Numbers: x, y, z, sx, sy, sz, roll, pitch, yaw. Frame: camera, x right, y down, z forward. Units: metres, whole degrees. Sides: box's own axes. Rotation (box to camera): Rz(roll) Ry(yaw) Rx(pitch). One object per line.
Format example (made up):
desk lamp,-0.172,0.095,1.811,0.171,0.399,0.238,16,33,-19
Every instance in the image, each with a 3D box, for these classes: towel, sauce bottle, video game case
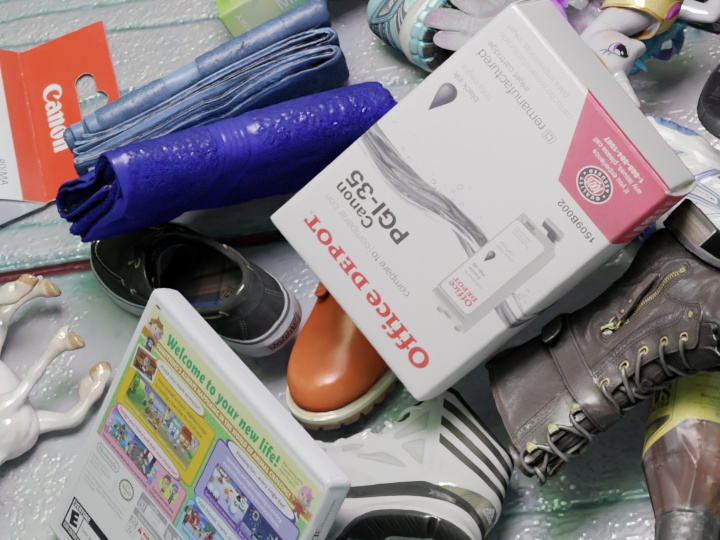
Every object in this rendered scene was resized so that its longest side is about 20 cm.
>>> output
towel,-0.100,-0.110,1.705,0.200,0.112,0.049,-28,79,-1
sauce bottle,0.195,0.096,1.454,0.066,0.066,0.200,-2,53,21
towel,-0.085,-0.066,1.618,0.200,0.148,0.050,-17,88,-21
video game case,-0.100,0.140,1.503,0.200,0.022,0.182,45,119,39

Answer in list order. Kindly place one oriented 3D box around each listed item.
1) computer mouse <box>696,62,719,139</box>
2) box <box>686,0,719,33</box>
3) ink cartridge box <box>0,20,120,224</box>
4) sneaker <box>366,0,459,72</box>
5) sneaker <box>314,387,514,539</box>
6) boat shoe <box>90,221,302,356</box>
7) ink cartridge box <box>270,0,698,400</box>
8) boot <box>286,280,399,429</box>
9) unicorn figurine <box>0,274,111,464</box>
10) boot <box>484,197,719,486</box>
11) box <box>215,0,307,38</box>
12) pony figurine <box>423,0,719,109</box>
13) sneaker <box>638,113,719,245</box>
computer mouse,0.298,-0.123,1.536,0.140,0.046,0.200,16,51,24
box,0.293,-0.236,1.675,0.200,0.048,0.193,22,65,34
ink cartridge box,-0.273,-0.103,1.807,0.200,0.057,0.163,-25,49,9
sneaker,0.077,-0.229,1.739,0.086,0.078,0.200,26,68,38
sneaker,0.003,0.124,1.524,0.200,0.076,0.115,6,41,30
boat shoe,-0.117,-0.001,1.640,0.200,0.057,0.069,20,72,46
ink cartridge box,0.071,-0.040,1.470,0.200,0.083,0.147,-41,84,19
boot,0.000,0.000,1.581,0.075,0.107,0.200,15,63,29
unicorn figurine,-0.238,0.080,1.648,0.137,0.074,0.200,-40,36,2
boot,0.160,0.061,1.422,0.174,0.069,0.200,-42,29,8
box,-0.018,-0.256,1.782,0.200,0.036,0.144,-32,36,14
pony figurine,0.145,-0.192,1.607,0.193,0.167,0.200,30,63,28
sneaker,0.194,-0.037,1.548,0.200,0.075,0.088,13,62,30
